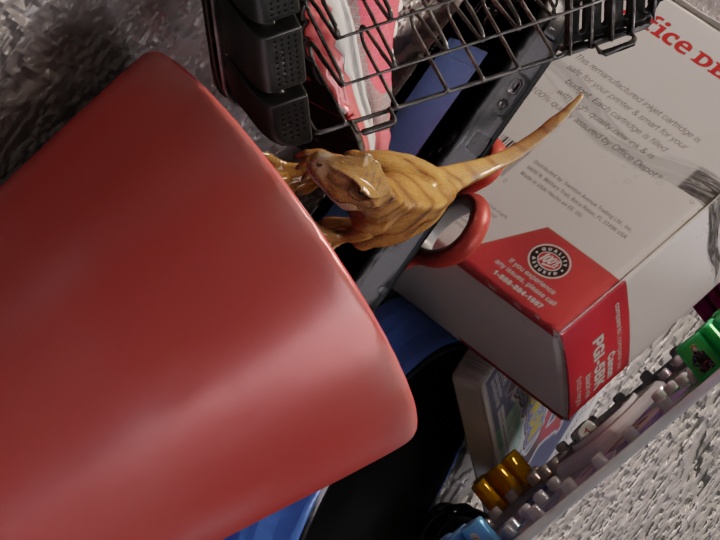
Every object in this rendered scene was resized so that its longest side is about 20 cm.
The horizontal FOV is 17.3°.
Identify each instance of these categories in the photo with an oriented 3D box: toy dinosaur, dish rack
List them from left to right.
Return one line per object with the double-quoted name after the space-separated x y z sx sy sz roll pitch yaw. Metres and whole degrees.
0.019 -0.032 1.020 0.200 0.106 0.061 -21 102 -64 "toy dinosaur"
0.036 -0.133 0.949 0.200 0.055 0.154 -19 141 -12 "dish rack"

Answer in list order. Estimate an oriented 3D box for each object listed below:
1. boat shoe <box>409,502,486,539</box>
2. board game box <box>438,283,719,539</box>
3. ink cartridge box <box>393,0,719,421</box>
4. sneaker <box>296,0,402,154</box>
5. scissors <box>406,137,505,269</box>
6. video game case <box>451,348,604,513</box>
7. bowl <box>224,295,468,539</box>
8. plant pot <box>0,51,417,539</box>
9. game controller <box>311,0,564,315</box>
0.060 0.163 1.350 0.068 0.200 0.057 -10 100 -8 "boat shoe"
0.124 0.077 1.211 0.200 0.026 0.200 -41 178 11 "board game box"
0.122 -0.042 1.223 0.200 0.147 0.083 -39 147 -20 "ink cartridge box"
-0.004 -0.118 1.052 0.087 0.074 0.200 -43 148 -21 "sneaker"
0.000 0.000 1.175 0.014 0.073 0.200 31 133 -28 "scissors"
0.116 0.039 1.366 0.182 0.023 0.200 -56 156 -22 "video game case"
-0.001 0.109 1.276 0.201 0.039 0.201 -48 157 -29 "bowl"
-0.102 0.040 0.980 0.177 0.200 0.201 -36 146 -11 "plant pot"
0.027 -0.059 1.136 0.042 0.104 0.200 35 91 -28 "game controller"
